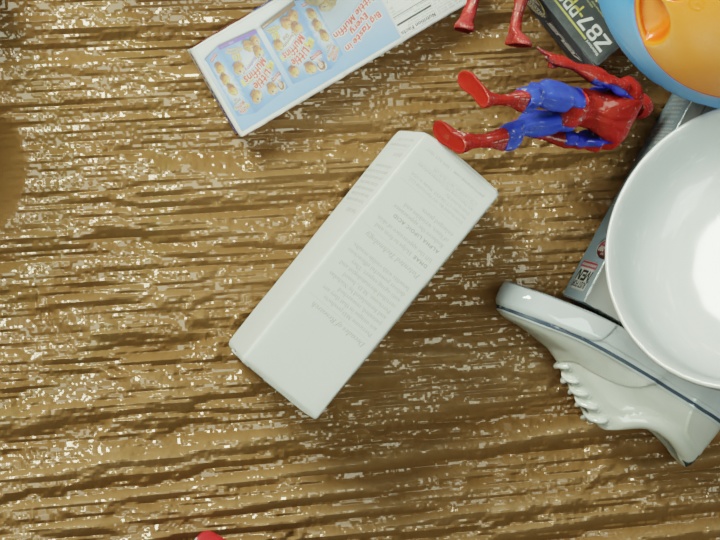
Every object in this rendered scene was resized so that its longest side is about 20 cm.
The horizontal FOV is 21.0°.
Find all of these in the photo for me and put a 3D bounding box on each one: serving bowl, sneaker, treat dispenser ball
[{"bbox_3d":[0.270,-0.009,1.315,0.199,0.066,0.201,-9,69,24],"label":"serving bowl"},{"bbox_3d":[0.177,0.077,1.397,0.200,0.073,0.071,30,89,-11],"label":"sneaker"},{"bbox_3d":[0.252,-0.206,1.273,0.200,0.201,0.202,-1,95,-10],"label":"treat dispenser ball"}]

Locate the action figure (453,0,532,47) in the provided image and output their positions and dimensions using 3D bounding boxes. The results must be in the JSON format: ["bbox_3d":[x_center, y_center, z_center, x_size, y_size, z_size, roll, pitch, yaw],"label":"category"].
[{"bbox_3d":[0.120,-0.254,1.299,0.065,0.099,0.201,13,91,-11],"label":"action figure"}]

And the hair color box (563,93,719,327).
[{"bbox_3d":[0.240,-0.044,1.404,0.099,0.061,0.201,29,89,-10],"label":"hair color box"}]

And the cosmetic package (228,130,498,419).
[{"bbox_3d":[0.000,0.000,1.344,0.074,0.102,0.200,38,89,-10],"label":"cosmetic package"}]

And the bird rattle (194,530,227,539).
[{"bbox_3d":[-0.095,0.296,1.377,0.163,0.113,0.201,30,76,-23],"label":"bird rattle"}]

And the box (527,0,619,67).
[{"bbox_3d":[0.159,-0.269,1.374,0.161,0.049,0.200,-42,101,-6],"label":"box"}]

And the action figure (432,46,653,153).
[{"bbox_3d":[0.137,-0.113,1.347,0.199,0.052,0.066,-3,126,-42],"label":"action figure"}]

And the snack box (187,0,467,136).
[{"bbox_3d":[-0.018,-0.174,1.363,0.200,0.024,0.072,-31,101,-6],"label":"snack box"}]
